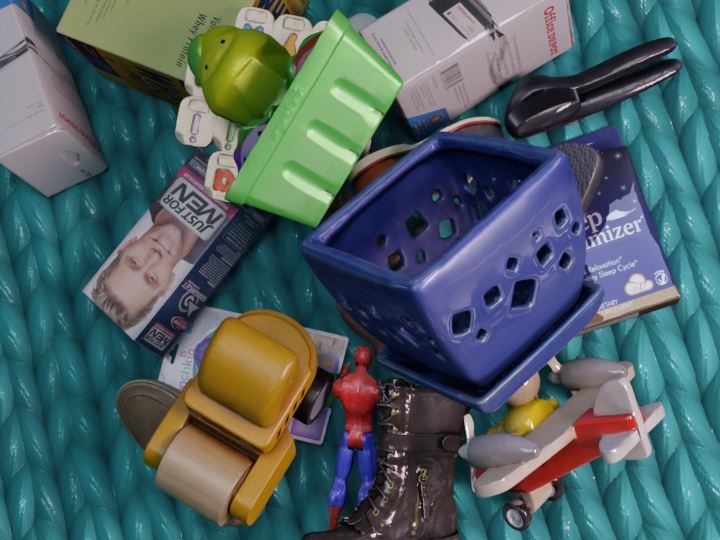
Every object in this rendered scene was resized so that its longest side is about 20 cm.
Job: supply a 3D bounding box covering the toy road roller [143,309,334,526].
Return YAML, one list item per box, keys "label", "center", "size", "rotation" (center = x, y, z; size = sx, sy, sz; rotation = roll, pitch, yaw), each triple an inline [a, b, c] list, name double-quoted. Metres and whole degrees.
- label: "toy road roller"
  center: [-0.119, 0.131, 1.269]
  size: [0.122, 0.146, 0.201]
  rotation: [28, 72, 12]

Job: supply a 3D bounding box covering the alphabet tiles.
- label: "alphabet tiles"
  center: [-0.084, -0.160, 1.337]
  size: [0.197, 0.015, 0.199]
  rotation: [10, 89, 0]

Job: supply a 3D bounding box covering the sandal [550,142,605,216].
- label: "sandal"
  center: [0.184, -0.042, 1.324]
  size: [0.076, 0.042, 0.202]
  rotation: [49, 124, 37]

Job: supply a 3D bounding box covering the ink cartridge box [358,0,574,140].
- label: "ink cartridge box"
  center: [0.113, -0.239, 1.365]
  size: [0.198, 0.145, 0.085]
  rotation: [-30, 72, 3]

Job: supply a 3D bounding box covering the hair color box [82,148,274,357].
- label: "hair color box"
  center: [-0.194, -0.020, 1.414]
  size: [0.100, 0.061, 0.201]
  rotation: [36, 87, 32]

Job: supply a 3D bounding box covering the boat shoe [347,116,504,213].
- label: "boat shoe"
  center: [0.077, -0.102, 1.344]
  size: [0.198, 0.071, 0.063]
  rotation: [-22, 70, -35]

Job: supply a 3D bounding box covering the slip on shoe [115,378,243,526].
- label: "slip on shoe"
  center: [-0.186, 0.189, 1.362]
  size: [0.200, 0.060, 0.076]
  rotation: [45, 112, 15]

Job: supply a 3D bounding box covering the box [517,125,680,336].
- label: "box"
  center: [0.236, -0.045, 1.351]
  size: [0.120, 0.032, 0.202]
  rotation: [-19, 72, 8]

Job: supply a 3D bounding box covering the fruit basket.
- label: "fruit basket"
  center: [-0.082, -0.166, 1.259]
  size: [0.212, 0.156, 0.219]
  rotation: [0, 100, 1]

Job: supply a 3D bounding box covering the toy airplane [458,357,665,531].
- label: "toy airplane"
  center: [0.179, 0.140, 1.230]
  size: [0.198, 0.200, 0.142]
  rotation: [-35, 84, 1]

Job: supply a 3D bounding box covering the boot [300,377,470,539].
- label: "boot"
  center: [0.024, 0.191, 1.271]
  size: [0.069, 0.198, 0.177]
  rotation: [3, 93, 56]

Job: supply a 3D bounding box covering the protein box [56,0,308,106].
- label: "protein box"
  center: [-0.185, -0.291, 1.448]
  size: [0.198, 0.135, 0.201]
  rotation: [22, 82, 16]

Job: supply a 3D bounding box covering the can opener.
- label: "can opener"
  center: [0.241, -0.185, 1.373]
  size: [0.198, 0.064, 0.079]
  rotation: [-21, 46, -3]

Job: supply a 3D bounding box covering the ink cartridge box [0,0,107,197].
- label: "ink cartridge box"
  center: [-0.370, -0.202, 1.461]
  size: [0.085, 0.147, 0.202]
  rotation: [-23, 73, 4]

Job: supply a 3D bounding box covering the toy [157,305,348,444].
- label: "toy"
  center: [-0.121, 0.102, 1.385]
  size: [0.197, 0.047, 0.117]
  rotation: [12, 78, 14]

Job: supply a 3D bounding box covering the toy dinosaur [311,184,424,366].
- label: "toy dinosaur"
  center: [0.000, 0.000, 1.366]
  size: [0.133, 0.086, 0.203]
  rotation: [0, 81, 12]

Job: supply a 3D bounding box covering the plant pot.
- label: "plant pot"
  center: [0.094, 0.006, 1.214]
  size: [0.199, 0.181, 0.199]
  rotation: [-40, 30, -20]

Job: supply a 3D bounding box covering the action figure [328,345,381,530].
- label: "action figure"
  center: [0.001, 0.171, 1.340]
  size: [0.064, 0.099, 0.203]
  rotation: [6, 100, 10]

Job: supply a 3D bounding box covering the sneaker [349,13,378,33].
- label: "sneaker"
  center: [-0.033, -0.197, 1.404]
  size: [0.072, 0.114, 0.203]
  rotation: [21, 81, 18]
